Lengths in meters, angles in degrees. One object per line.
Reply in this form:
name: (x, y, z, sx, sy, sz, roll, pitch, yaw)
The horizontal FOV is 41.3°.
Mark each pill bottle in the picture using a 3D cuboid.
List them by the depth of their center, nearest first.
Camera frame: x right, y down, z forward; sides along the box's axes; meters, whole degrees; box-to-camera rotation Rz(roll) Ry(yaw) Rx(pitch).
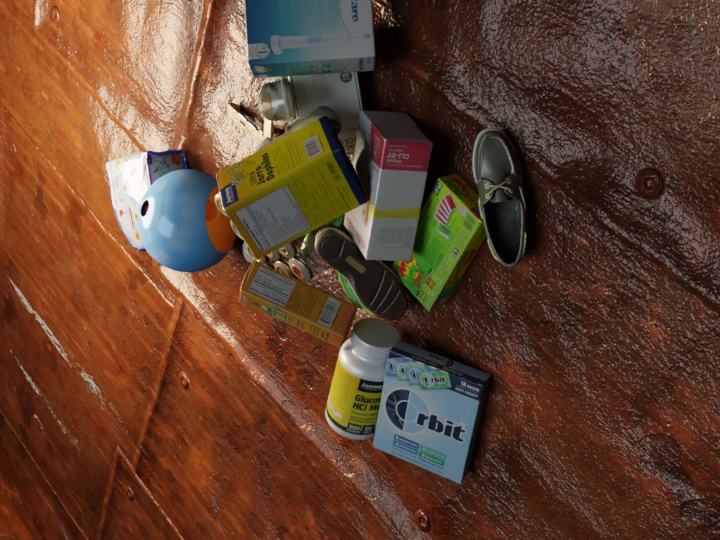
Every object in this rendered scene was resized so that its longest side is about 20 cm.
pill bottle: (0.008, 0.190, 1.685, 0.112, 0.112, 0.202, 36, 128, 32)

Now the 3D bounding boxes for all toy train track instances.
toy train track: (-0.188, -0.260, 1.796, 0.200, 0.032, 0.116, 44, 139, 35)

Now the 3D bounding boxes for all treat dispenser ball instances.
treat dispenser ball: (-0.340, -0.098, 1.887, 0.199, 0.200, 0.204, 19, 117, 41)

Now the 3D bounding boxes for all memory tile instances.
memory tile: (-0.169, -0.057, 1.639, 0.153, 0.017, 0.201, -5, 123, 56)

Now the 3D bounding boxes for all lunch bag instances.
lunch bag: (-0.444, -0.147, 2.041, 0.169, 0.123, 0.203, -6, 92, 47)

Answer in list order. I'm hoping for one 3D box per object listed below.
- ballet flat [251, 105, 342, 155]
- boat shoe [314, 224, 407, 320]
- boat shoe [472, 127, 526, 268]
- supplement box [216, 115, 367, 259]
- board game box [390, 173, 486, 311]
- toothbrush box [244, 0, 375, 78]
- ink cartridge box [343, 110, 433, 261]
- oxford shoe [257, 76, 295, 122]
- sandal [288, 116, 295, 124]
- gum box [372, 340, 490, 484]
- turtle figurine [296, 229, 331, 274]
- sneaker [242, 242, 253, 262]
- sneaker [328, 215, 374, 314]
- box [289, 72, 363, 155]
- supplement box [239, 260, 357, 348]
ballet flat: (-0.119, -0.198, 1.532, 0.199, 0.069, 0.070, -32, 79, 7)
boat shoe: (0.005, -0.004, 1.587, 0.074, 0.075, 0.203, -38, 111, 10)
boat shoe: (0.206, -0.104, 1.387, 0.071, 0.060, 0.205, -9, 104, 7)
supplement box: (-0.107, -0.128, 1.470, 0.109, 0.198, 0.110, 60, -175, -39)
board game box: (0.131, -0.043, 1.518, 0.102, 0.047, 0.201, 48, 133, 25)
toothbrush box: (-0.078, -0.387, 1.483, 0.085, 0.197, 0.149, 74, -169, -87)
ink cartridge box: (0.040, -0.133, 1.508, 0.145, 0.082, 0.202, -121, 36, -59)
oxford shoe: (-0.136, -0.273, 1.534, 0.200, 0.057, 0.076, -112, 10, -79)
sandal: (-0.074, -0.288, 1.637, 0.069, 0.078, 0.214, 18, 108, -1)
gum box: (0.116, 0.237, 1.601, 0.168, 0.045, 0.202, 19, 120, 20)
turtle figurine: (-0.141, -0.083, 1.662, 0.193, 0.143, 0.202, -23, 43, 39)
sneaker: (-0.153, -0.094, 1.795, 0.072, 0.072, 0.200, 43, 120, 3)
sneaker: (-0.001, -0.012, 1.651, 0.201, 0.074, 0.084, 58, 140, 15)
box: (-0.054, -0.287, 1.573, 0.060, 0.115, 0.203, -99, 1, -79)
supplement box: (-0.108, 0.058, 1.639, 0.198, 0.069, 0.067, 26, 157, 3)
